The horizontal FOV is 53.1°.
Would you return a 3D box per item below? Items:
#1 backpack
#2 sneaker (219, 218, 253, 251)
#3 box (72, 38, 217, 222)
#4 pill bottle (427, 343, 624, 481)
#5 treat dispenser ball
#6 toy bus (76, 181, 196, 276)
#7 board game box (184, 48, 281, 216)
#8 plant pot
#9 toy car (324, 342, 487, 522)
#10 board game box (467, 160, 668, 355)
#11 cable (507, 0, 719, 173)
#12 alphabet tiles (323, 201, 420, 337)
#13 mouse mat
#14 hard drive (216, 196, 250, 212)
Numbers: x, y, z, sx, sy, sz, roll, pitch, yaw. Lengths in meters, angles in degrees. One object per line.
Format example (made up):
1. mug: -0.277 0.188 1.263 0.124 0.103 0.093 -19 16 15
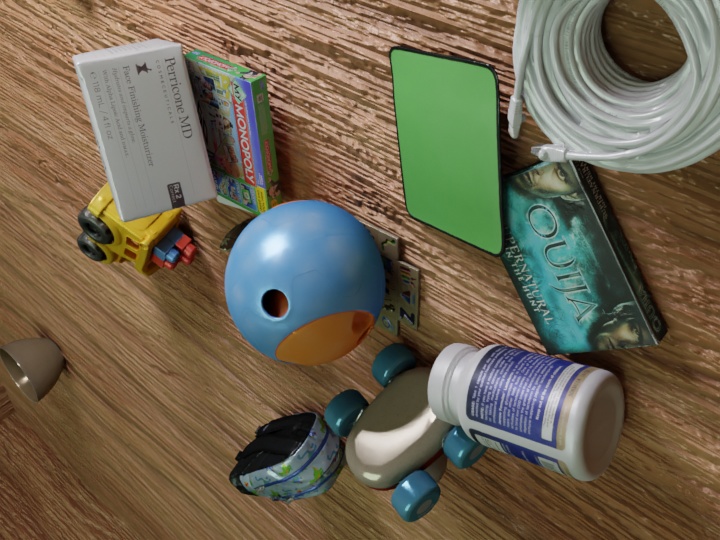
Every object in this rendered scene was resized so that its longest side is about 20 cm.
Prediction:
1. backpack: -0.117 0.324 1.266 0.154 0.163 0.200 43 137 -1
2. sneaker: -0.164 0.023 1.121 0.070 0.075 0.203 6 123 45
3. box: -0.291 -0.196 0.967 0.200 0.129 0.202 -142 38 -61
4. pill bottle: 0.179 0.148 0.804 0.198 0.115 0.117 11 127 43
5. treat dispenser ball: -0.067 0.015 0.888 0.199 0.200 0.203 29 138 30
6. toy bus: -0.383 -0.060 1.273 0.191 0.136 0.200 37 146 -5
7. board game box: -0.167 -0.177 0.956 0.134 0.029 0.202 28 137 33
8. plant pot: -0.999 0.287 2.228 0.199 0.134 0.203 28 137 30
9. toy car: 0.081 0.237 0.994 0.184 0.177 0.200 43 174 35
10. board game box: 0.203 -0.011 0.720 0.134 0.028 0.202 -16 107 53
11. cable: 0.210 -0.171 0.547 0.198 0.069 0.203 22 133 35
12. alphabet tiles: 0.000 0.000 0.977 0.198 0.006 0.168 27 137 32
13. mouse mat: 0.088 -0.123 0.744 0.160 0.007 0.203 31 137 47
14. hard drive: -0.181 -0.179 1.015 0.131 0.026 0.203 19 132 38
